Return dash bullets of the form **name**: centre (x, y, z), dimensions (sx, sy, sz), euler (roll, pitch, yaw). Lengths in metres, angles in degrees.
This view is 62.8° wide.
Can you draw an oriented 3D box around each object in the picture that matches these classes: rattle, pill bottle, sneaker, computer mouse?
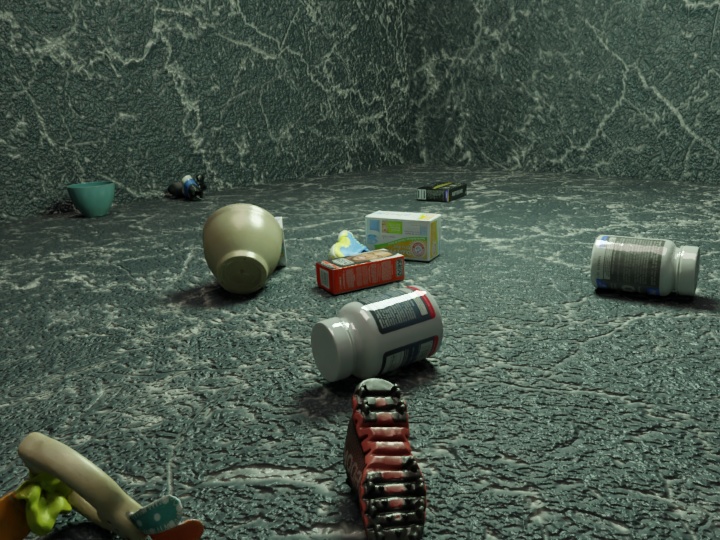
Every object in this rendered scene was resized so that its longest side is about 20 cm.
- **rattle**: centre (-0.272, 0.257, 0.563), dimensions (0.196, 0.133, 0.143), euler (29, 35, 11)
- **pill bottle**: centre (0.025, 0.103, 0.940), dimensions (0.195, 0.124, 0.118), euler (-13, 18, -32)
- **sneaker**: centre (0.022, 0.220, 0.628), dimensions (0.068, 0.100, 0.203), euler (6, 37, -12)
- **pill bottle**: centre (0.593, -0.009, 1.232), dimensions (0.195, 0.118, 0.113), euler (8, 19, 36)
- **computer mouse**: centre (-0.891, -0.421, 3.035), dimensions (0.194, 0.054, 0.140), euler (-16, -26, -12)
- **sneaker**: centre (-0.021, -0.048, 1.600), dimensions (0.101, 0.078, 0.201), euler (11, 25, 7)
- **sneaker**: centre (-0.833, -0.384, 2.944), dimensions (0.076, 0.112, 0.200), euler (-35, -8, -19)

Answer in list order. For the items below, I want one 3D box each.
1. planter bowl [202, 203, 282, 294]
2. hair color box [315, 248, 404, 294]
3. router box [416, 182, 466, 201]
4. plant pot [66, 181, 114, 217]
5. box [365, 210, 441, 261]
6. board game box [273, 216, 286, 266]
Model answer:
- **planter bowl**: centre (-0.278, -0.034, 1.395), dimensions (0.193, 0.204, 0.137), euler (-5, 43, -7)
- **hair color box**: centre (0.000, 0.000, 1.419), dimensions (0.194, 0.064, 0.101), euler (-11, 16, -28)
- **router box**: centre (0.357, -0.345, 2.577), dimensions (0.153, 0.054, 0.198), euler (8, 19, 33)
- **plant pot**: centre (-1.190, -0.315, 2.627), dimensions (0.193, 0.140, 0.201), euler (-2, 15, 1)
- **box**: centre (0.120, -0.098, 1.641), dimensions (0.194, 0.117, 0.101), euler (5, 16, 26)
- **board game box**: centre (-0.262, -0.068, 1.531), dimensions (0.129, 0.035, 0.202), euler (-5, -26, -6)
